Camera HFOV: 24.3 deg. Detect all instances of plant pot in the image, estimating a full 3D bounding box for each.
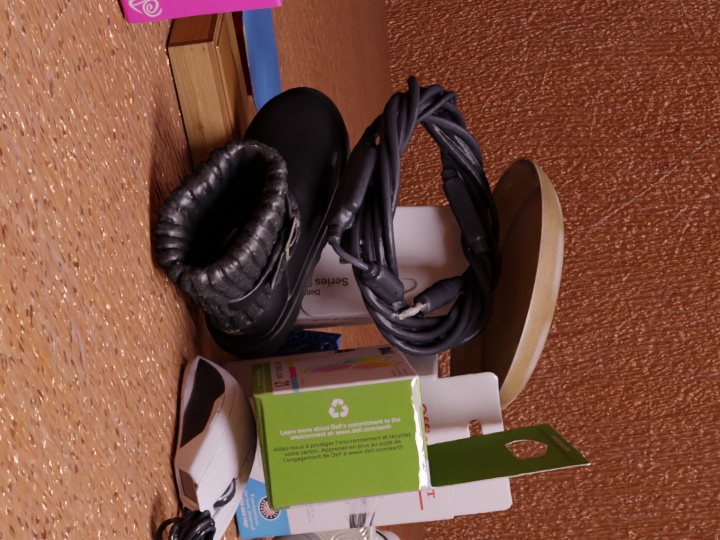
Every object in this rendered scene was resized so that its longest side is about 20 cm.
[{"bbox_3d":[0.110,0.017,1.239,0.200,0.027,0.201,-167,-90,-80],"label":"plant pot"}]

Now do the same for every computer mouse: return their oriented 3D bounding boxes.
[{"bbox_3d":[-0.089,0.127,1.035,0.200,0.044,0.110,-90,171,-51],"label":"computer mouse"}]

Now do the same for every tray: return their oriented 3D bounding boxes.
[{"bbox_3d":[-0.101,-0.098,1.236,0.099,0.037,0.201,-89,170,-57],"label":"tray"}]

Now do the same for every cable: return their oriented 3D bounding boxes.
[{"bbox_3d":[0.052,-0.042,1.185,0.163,0.051,0.201,44,48,-31],"label":"cable"}]

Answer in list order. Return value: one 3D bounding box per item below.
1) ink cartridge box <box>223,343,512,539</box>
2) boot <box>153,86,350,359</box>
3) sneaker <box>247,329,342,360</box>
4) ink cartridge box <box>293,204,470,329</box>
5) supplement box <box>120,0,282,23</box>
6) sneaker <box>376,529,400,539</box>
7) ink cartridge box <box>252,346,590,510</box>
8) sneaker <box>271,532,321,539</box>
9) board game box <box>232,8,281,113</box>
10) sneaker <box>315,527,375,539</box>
[{"bbox_3d":[0.004,0.120,1.210,0.068,0.199,0.117,-84,167,-68],"label":"ink cartridge box"},{"bbox_3d":[-0.066,-0.057,1.108,0.158,0.079,0.212,68,30,-63],"label":"boot"},{"bbox_3d":[-0.050,0.095,1.371,0.200,0.070,0.078,-17,112,-80],"label":"sneaker"},{"bbox_3d":[0.000,0.000,1.332,0.200,0.145,0.088,166,-79,-78],"label":"ink cartridge box"},{"bbox_3d":[-0.103,-0.260,1.041,0.101,0.103,0.201,79,5,-49],"label":"supplement box"},{"bbox_3d":[0.015,0.380,1.849,0.080,0.073,0.201,44,33,-59],"label":"sneaker"},{"bbox_3d":[0.033,0.093,1.083,0.148,0.199,0.076,-137,-141,-84],"label":"ink cartridge box"},{"bbox_3d":[-0.048,0.255,1.192,0.201,0.075,0.092,-93,170,-46],"label":"sneaker"},{"bbox_3d":[-0.097,-0.176,1.351,0.200,0.039,0.159,71,13,-68],"label":"board game box"},{"bbox_3d":[-0.021,0.283,1.474,0.085,0.075,0.201,20,74,-83],"label":"sneaker"}]
